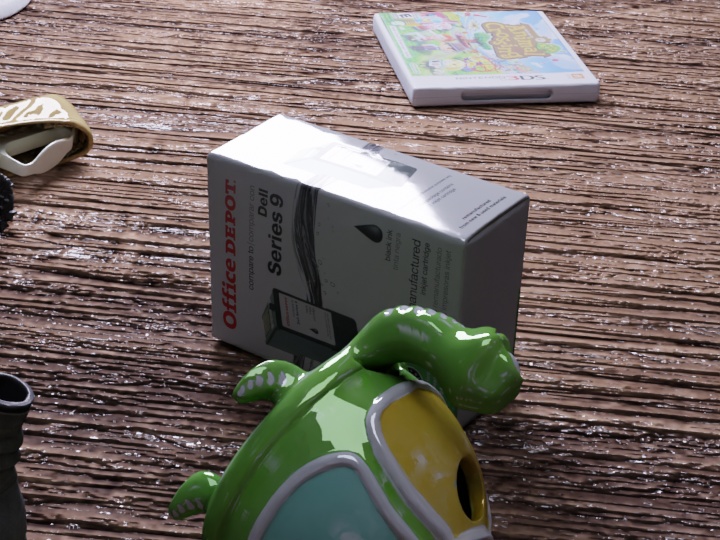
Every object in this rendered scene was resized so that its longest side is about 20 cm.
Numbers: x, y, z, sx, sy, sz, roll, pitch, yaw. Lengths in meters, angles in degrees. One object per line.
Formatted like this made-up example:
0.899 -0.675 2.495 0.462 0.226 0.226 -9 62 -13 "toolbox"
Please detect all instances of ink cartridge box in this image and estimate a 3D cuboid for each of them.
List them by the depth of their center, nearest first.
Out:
0.000 0.000 1.043 0.199 0.147 0.084 20 34 29 "ink cartridge box"

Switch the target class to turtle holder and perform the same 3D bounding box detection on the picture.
0.009 0.109 0.825 0.186 0.141 0.132 -46 64 -8 "turtle holder"

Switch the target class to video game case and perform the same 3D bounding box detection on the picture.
0.118 -0.211 1.566 0.181 0.022 0.200 -2 29 -10 "video game case"

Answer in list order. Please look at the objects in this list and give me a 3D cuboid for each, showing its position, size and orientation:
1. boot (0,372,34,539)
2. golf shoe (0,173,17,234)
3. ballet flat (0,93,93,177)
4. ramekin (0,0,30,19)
-0.268 0.113 0.823 0.199 0.132 0.070 -10 32 -22 "boot"
-0.356 -0.051 1.174 0.199 0.078 0.094 -8 24 -28 "golf shoe"
-0.297 -0.094 1.272 0.063 0.069 0.200 38 43 26 "ballet flat"
-0.440 -0.326 1.643 0.199 0.098 0.201 2 28 -1 "ramekin"
